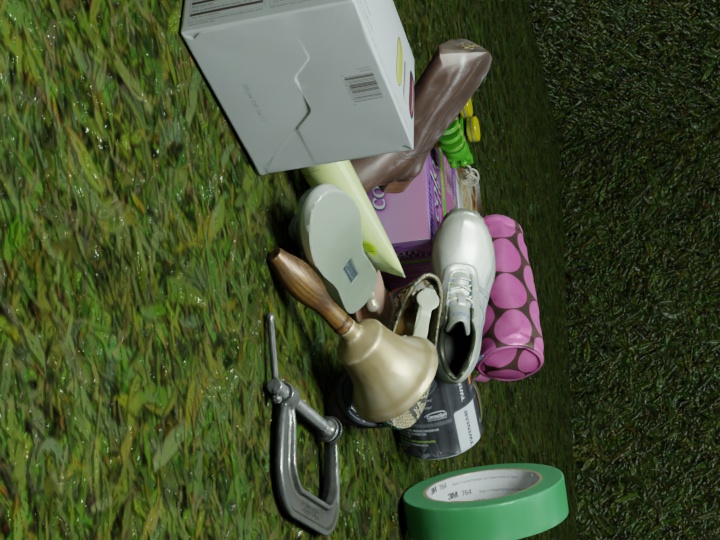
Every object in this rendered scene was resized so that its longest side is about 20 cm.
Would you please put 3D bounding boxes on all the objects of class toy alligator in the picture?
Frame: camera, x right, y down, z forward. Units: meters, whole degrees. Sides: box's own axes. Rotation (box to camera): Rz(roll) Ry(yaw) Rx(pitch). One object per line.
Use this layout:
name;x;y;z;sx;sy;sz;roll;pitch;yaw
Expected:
toy alligator;0.111;-0.149;1.689;0.201;0.059;0.055;66;22;-48

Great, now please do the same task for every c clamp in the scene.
c clamp;-0.049;0.157;1.353;0.200;0.027;0.172;58;28;-59

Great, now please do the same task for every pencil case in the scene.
pencil case;0.167;0.035;1.760;0.090;0.094;0.202;18;51;-27

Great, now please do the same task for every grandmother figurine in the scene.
grandmother figurine;0.000;0.000;1.582;0.122;0.060;0.201;-118;-175;-52

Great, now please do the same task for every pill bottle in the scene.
pill bottle;0.081;0.118;1.733;0.106;0.105;0.202;-67;147;-64

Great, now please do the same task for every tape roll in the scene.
tape roll;0.152;0.283;1.741;0.200;0.198;0.049;-26;108;-75

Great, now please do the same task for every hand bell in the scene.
hand bell;-0.021;0.047;1.389;0.200;0.103;0.105;48;32;-31

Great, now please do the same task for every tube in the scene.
tube;-0.019;-0.076;1.450;0.201;0.052;0.058;60;19;-26

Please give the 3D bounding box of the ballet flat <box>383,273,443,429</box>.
ballet flat;0.055;0.074;1.520;0.201;0.067;0.076;-76;-168;-48

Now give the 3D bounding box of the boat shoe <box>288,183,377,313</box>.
boat shoe;-0.038;-0.027;1.421;0.070;0.071;0.201;-49;152;-16

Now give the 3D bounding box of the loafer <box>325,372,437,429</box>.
loafer;0.015;0.137;1.549;0.199;0.063;0.072;-15;78;-59

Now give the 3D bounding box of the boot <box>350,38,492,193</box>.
boot;0.046;-0.166;1.513;0.064;0.200;0.186;48;31;17

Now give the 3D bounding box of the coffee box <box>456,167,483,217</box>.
coffee box;0.123;-0.085;2.059;0.200;0.079;0.116;4;79;-76

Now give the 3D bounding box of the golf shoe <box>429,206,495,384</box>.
golf shoe;0.117;0.032;1.614;0.097;0.077;0.202;-100;-168;-83

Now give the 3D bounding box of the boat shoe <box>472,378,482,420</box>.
boat shoe;0.108;0.149;1.927;0.068;0.071;0.201;-63;134;-59

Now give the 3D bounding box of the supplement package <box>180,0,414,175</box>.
supplement package;-0.048;-0.198;1.270;0.200;0.154;0.112;62;24;-53

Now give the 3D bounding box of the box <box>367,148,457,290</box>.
box;0.057;-0.088;1.762;0.200;0.096;0.178;45;40;-67
